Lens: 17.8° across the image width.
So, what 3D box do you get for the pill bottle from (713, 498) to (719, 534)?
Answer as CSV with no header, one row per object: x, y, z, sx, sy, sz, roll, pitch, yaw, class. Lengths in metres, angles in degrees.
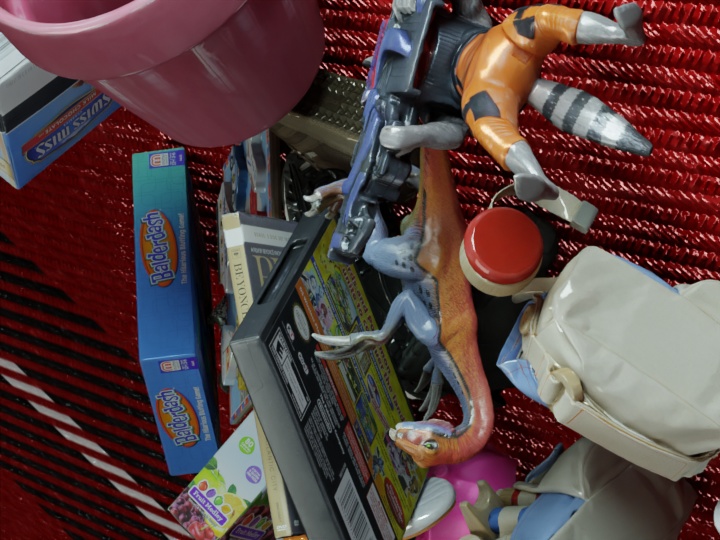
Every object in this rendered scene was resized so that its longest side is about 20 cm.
0.291,0.206,1.356,0.111,0.111,0.200,0,128,59,pill bottle

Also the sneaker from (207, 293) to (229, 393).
-0.078,0.072,1.795,0.077,0.089,0.200,28,148,38,sneaker

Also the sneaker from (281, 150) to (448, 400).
0.000,0.000,1.586,0.200,0.074,0.079,61,169,-17,sneaker

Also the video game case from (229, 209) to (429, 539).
-0.015,0.087,1.436,0.025,0.181,0.200,-13,113,20,video game case

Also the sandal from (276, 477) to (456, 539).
0.010,0.187,1.583,0.059,0.079,0.207,59,154,-10,sandal

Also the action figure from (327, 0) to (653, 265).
0.062,-0.083,1.290,0.104,0.200,0.193,17,-175,-36,action figure

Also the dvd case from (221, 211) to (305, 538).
-0.035,0.066,1.452,0.016,0.149,0.201,-13,82,21,dvd case

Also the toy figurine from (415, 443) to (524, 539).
0.081,0.201,1.687,0.184,0.199,0.150,116,148,-45,toy figurine

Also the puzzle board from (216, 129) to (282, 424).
-0.080,-0.006,1.614,0.151,0.017,0.201,131,139,-65,puzzle board

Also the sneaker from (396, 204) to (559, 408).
0.095,0.027,1.481,0.091,0.076,0.200,27,150,-5,sneaker

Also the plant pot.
-0.113,-0.175,1.392,0.200,0.200,0.179,28,164,37,plant pot

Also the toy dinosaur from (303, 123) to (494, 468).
0.038,0.017,1.368,0.182,0.105,0.200,57,135,27,toy dinosaur

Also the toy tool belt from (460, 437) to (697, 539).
0.118,0.190,1.495,0.125,0.200,0.123,51,155,-12,toy tool belt

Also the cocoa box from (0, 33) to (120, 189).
-0.279,-0.186,1.694,0.200,0.133,0.131,38,155,22,cocoa box

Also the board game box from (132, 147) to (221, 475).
-0.140,0.031,1.748,0.152,0.045,0.200,82,-179,-51,board game box

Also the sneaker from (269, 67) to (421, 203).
-0.041,-0.101,1.503,0.200,0.070,0.076,32,152,33,sneaker

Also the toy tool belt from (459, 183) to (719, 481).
0.137,0.045,1.352,0.200,0.125,0.123,30,157,1,toy tool belt

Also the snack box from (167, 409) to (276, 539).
-0.042,0.148,1.690,0.053,0.142,0.200,41,-175,22,snack box
